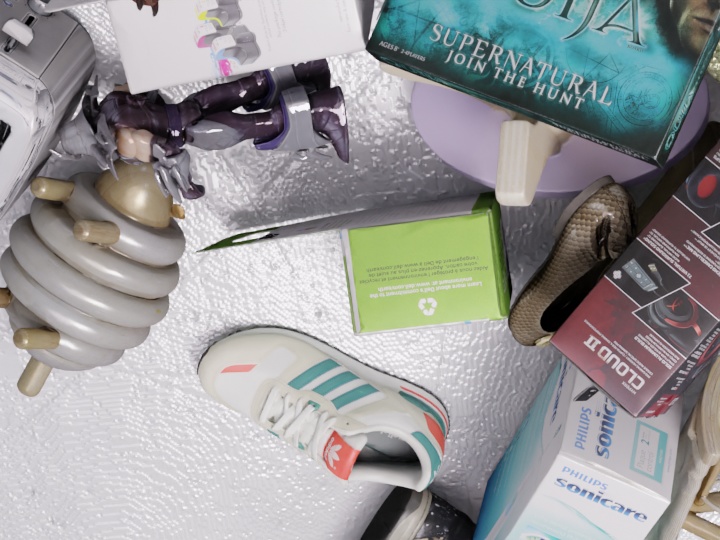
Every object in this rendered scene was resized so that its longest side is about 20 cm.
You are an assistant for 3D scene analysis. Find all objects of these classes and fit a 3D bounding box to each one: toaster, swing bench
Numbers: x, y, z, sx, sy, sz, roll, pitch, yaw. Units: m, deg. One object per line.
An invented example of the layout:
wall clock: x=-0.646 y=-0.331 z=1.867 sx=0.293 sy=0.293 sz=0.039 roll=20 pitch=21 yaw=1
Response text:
toaster: x=-0.270 y=-0.096 z=1.129 sx=0.113 sy=0.129 sz=0.200 roll=32 pitch=112 yaw=-10
swing bench: x=0.310 y=0.138 z=1.158 sx=0.199 sy=0.130 sz=0.199 roll=10 pitch=145 yaw=1

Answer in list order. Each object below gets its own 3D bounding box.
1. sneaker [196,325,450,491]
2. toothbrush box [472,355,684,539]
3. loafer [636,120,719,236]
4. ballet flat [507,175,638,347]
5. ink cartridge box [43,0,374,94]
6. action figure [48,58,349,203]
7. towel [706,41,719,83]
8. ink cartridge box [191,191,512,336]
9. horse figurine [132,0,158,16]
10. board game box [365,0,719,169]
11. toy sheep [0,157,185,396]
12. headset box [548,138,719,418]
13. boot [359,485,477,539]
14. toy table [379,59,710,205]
sneaker: x=-0.027 y=0.107 z=1.224 sx=0.199 sy=0.093 sz=0.071 roll=21 pitch=114 yaw=-6
toothbrush box: x=0.149 y=0.156 z=1.176 sx=0.085 sy=0.147 sz=0.201 roll=22 pitch=130 yaw=-1
loafer: x=0.210 y=-0.013 z=1.165 sx=0.067 sy=0.076 sz=0.201 roll=10 pitch=114 yaw=-8
ballet flat: x=0.145 y=0.007 z=1.098 sx=0.046 sy=0.067 sz=0.200 roll=48 pitch=154 yaw=17
ink cartridge box: x=-0.095 y=-0.175 z=1.090 sx=0.199 sy=0.115 sz=0.068 roll=-9 pitch=115 yaw=9
action figure: x=-0.111 y=-0.098 z=1.118 sx=0.199 sy=0.130 sz=0.070 roll=-12 pitch=134 yaw=-10
towel: x=0.257 y=-0.149 z=1.066 sx=0.200 sy=0.149 sz=0.036 roll=42 pitch=129 yaw=-14
ink cartridge box: x=0.000 y=0.000 z=1.138 sx=0.199 sy=0.148 sz=0.076 roll=-8 pitch=96 yaw=8
horse figurine: x=-0.141 y=-0.266 z=1.049 sx=0.200 sy=0.050 sz=0.133 roll=47 pitch=110 yaw=29
board game box: x=0.117 y=-0.159 z=0.995 sx=0.199 sy=0.028 sz=0.136 roll=23 pitch=88 yaw=22
toy sheep: x=-0.195 y=0.004 z=1.168 sx=0.138 sy=0.138 sz=0.200 roll=33 pitch=106 yaw=-11
headset box: x=0.207 y=0.011 z=1.041 sx=0.075 sy=0.149 sz=0.200 roll=42 pitch=99 yaw=15
boot: x=0.055 y=0.273 z=1.307 sx=0.153 sy=0.074 sz=0.204 roll=25 pitch=115 yaw=-11
toy table: x=0.119 y=-0.123 z=1.068 sx=0.199 sy=0.117 sz=0.185 roll=-9 pitch=77 yaw=16
